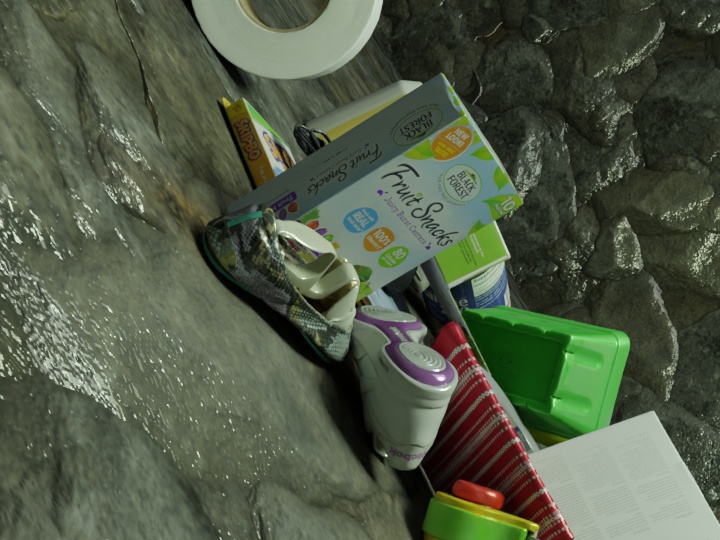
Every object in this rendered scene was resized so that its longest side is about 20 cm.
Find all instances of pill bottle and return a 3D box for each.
[{"bbox_3d":[0.123,-0.011,1.441,0.200,0.110,0.111,72,-4,-49],"label":"pill bottle"}]

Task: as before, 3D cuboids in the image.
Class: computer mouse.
[{"bbox_3d":[0.011,-0.052,1.119,0.200,0.053,0.139,52,11,-45],"label":"computer mouse"}]

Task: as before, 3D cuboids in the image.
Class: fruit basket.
[{"bbox_3d":[0.222,0.133,1.370,0.214,0.156,0.216,16,-4,1],"label":"fruit basket"}]

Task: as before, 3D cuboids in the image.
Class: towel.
[{"bbox_3d":[0.095,0.157,0.956,0.201,0.022,0.145,62,-31,23],"label":"towel"}]

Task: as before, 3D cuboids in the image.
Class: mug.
[{"bbox_3d":[0.040,-0.148,1.457,0.187,0.153,0.149,64,11,27],"label":"mug"}]

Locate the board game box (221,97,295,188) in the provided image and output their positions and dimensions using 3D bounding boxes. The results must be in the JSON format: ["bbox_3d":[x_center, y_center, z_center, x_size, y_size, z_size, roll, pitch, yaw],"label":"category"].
[{"bbox_3d":[-0.072,-0.075,1.074,0.096,0.030,0.201,45,15,-56],"label":"board game box"}]

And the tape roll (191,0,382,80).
[{"bbox_3d":[-0.075,-0.302,1.216,0.203,0.202,0.071,58,10,-3],"label":"tape roll"}]

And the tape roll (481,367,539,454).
[{"bbox_3d":[0.142,0.199,1.190,0.201,0.066,0.200,55,11,-16],"label":"tape roll"}]

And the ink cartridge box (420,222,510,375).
[{"bbox_3d":[0.108,-0.010,1.210,0.201,0.075,0.148,63,-3,-13],"label":"ink cartridge box"}]

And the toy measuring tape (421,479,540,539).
[{"bbox_3d":[0.097,0.198,0.858,0.074,0.073,0.200,56,-18,-13],"label":"toy measuring tape"}]

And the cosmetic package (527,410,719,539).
[{"bbox_3d":[0.205,0.228,1.029,0.052,0.199,0.151,83,-13,-50],"label":"cosmetic package"}]

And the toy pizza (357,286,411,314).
[{"bbox_3d":[0.000,0.000,1.168,0.201,0.032,0.200,58,9,-15],"label":"toy pizza"}]

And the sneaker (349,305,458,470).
[{"bbox_3d":[0.019,0.090,0.933,0.074,0.100,0.200,10,14,-12],"label":"sneaker"}]

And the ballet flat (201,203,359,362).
[{"bbox_3d":[-0.039,0.011,0.862,0.200,0.072,0.072,46,16,-53],"label":"ballet flat"}]

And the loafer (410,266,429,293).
[{"bbox_3d":[0.017,-0.047,1.294,0.200,0.070,0.070,36,-9,-23],"label":"loafer"}]

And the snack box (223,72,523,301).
[{"bbox_3d":[0.013,-0.051,0.917,0.142,0.199,0.053,44,18,-55],"label":"snack box"}]
